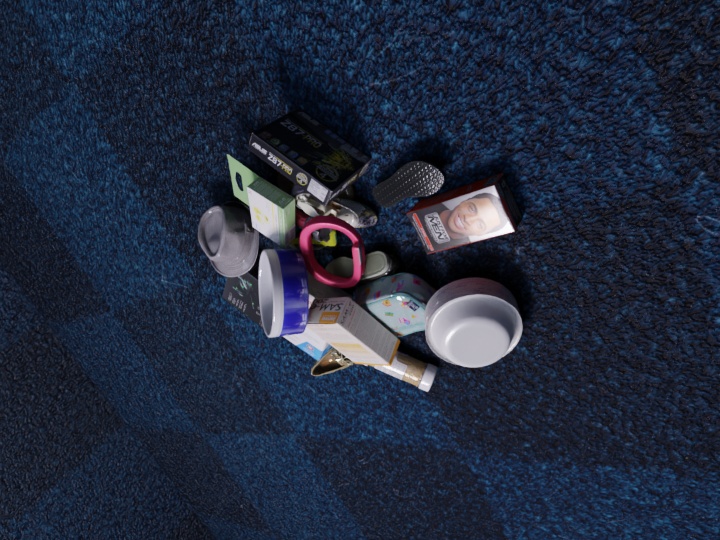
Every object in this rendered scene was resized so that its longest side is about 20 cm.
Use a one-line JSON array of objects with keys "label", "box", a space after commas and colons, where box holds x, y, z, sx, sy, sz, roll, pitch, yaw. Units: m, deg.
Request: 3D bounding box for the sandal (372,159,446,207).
[{"label": "sandal", "box": [0.099, -0.183, 1.066, 0.200, 0.048, 0.075, -11, 117, 53]}]

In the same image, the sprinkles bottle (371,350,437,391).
[{"label": "sprinkles bottle", "box": [0.094, 0.240, 1.347, 0.200, 0.068, 0.068, 22, 132, 10]}]

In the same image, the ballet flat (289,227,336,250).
[{"label": "ballet flat", "box": [-0.141, -0.080, 1.291, 0.200, 0.067, 0.067, 0, 130, 33]}]

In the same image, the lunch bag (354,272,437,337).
[{"label": "lunch bag", "box": [0.092, 0.087, 1.220, 0.200, 0.077, 0.160, -18, 131, 44]}]

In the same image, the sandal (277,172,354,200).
[{"label": "sandal", "box": [-0.110, -0.189, 1.193, 0.200, 0.054, 0.080, 19, 131, 22]}]

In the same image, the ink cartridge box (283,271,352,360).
[{"label": "ink cartridge box", "box": [-0.124, 0.117, 1.377, 0.146, 0.086, 0.200, 33, 130, 11]}]

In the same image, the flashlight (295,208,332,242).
[{"label": "flashlight", "box": [-0.154, -0.135, 1.221, 0.200, 0.068, 0.068, 30, 110, 31]}]

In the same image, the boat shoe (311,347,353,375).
[{"label": "boat shoe", "box": [-0.064, 0.246, 1.449, 0.073, 0.063, 0.200, 48, 135, -3]}]

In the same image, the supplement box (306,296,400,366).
[{"label": "supplement box", "box": [-0.019, 0.144, 1.229, 0.126, 0.074, 0.200, -5, 142, 45]}]

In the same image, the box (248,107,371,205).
[{"label": "box", "box": [-0.100, -0.237, 1.075, 0.200, 0.161, 0.049, 37, 135, 8]}]

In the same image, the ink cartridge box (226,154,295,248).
[{"label": "ink cartridge box", "box": [-0.235, -0.154, 1.189, 0.200, 0.048, 0.146, 33, 150, 15]}]

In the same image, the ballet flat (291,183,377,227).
[{"label": "ballet flat", "box": [-0.062, -0.129, 1.152, 0.200, 0.072, 0.072, 23, 135, -4]}]

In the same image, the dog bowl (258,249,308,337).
[{"label": "dog bowl", "box": [-0.180, 0.050, 1.206, 0.200, 0.079, 0.200, 177, 90, -71]}]

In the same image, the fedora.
[{"label": "fedora", "box": [-0.352, -0.087, 1.346, 0.177, 0.090, 0.200, -3, 82, 28]}]

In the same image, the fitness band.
[{"label": "fitness band", "box": [-0.062, -0.039, 1.167, 0.143, 0.037, 0.200, 13, 139, 14]}]

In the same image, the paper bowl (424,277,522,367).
[{"label": "paper bowl", "box": [0.236, 0.122, 1.100, 0.200, 0.104, 0.201, 2, 125, 3]}]

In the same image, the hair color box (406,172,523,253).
[{"label": "hair color box", "box": [0.201, -0.108, 1.033, 0.200, 0.061, 0.102, -16, 111, 40]}]

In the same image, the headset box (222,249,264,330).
[{"label": "headset box", "box": [-0.279, 0.052, 1.463, 0.200, 0.093, 0.174, 35, 136, 8]}]

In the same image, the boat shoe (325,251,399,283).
[{"label": "boat shoe", "box": [0.000, 0.000, 1.249, 0.201, 0.061, 0.072, -10, 77, 40]}]
